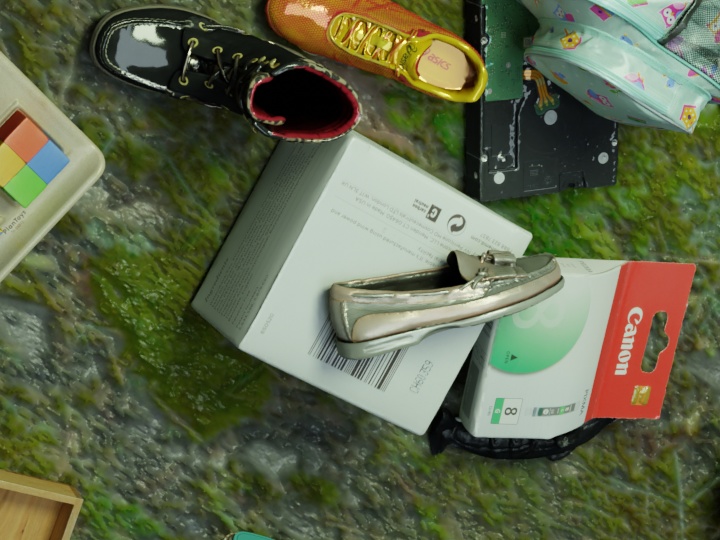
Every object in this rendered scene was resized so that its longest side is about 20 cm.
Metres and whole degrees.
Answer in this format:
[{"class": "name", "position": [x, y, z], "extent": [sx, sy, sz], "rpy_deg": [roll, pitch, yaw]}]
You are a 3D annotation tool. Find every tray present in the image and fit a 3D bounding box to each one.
[{"class": "tray", "position": [-0.315, 0.268, 1.741], "extent": [0.098, 0.037, 0.201], "rpy_deg": [16, 100, -27]}]

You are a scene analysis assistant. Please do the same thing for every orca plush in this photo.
[{"class": "orca plush", "position": [0.166, 0.134, 1.885], "extent": [0.199, 0.071, 0.106], "rpy_deg": [2, 105, -24]}]

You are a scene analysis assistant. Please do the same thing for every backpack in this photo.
[{"class": "backpack", "position": [0.218, -0.210, 1.704], "extent": [0.200, 0.176, 0.154], "rpy_deg": [40, 84, -23]}]

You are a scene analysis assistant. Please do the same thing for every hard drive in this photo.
[{"class": "hard drive", "position": [0.159, -0.167, 1.810], "extent": [0.139, 0.038, 0.201], "rpy_deg": [-9, 110, -21]}]

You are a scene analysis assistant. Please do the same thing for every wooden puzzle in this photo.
[{"class": "wooden puzzle", "position": [-0.323, -0.083, 1.624], "extent": [0.185, 0.046, 0.200], "rpy_deg": [-47, 117, -4]}]

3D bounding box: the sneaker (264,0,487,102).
[{"class": "sneaker", "position": [0.017, -0.196, 1.715], "extent": [0.199, 0.077, 0.073], "rpy_deg": [16, 100, -16]}]

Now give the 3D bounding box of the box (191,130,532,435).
[{"class": "box", "position": [0.000, 0.000, 1.739], "extent": [0.198, 0.131, 0.201], "rpy_deg": [27, 93, -28]}]

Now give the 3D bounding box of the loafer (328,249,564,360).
[{"class": "loafer", "position": [0.070, 0.014, 1.665], "extent": [0.199, 0.072, 0.063], "rpy_deg": [-18, 104, -15]}]

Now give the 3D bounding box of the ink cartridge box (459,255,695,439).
[{"class": "ink cartridge box", "position": [0.197, 0.070, 1.819], "extent": [0.199, 0.050, 0.162], "rpy_deg": [3, 114, -17]}]

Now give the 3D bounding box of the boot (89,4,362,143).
[{"class": "boot", "position": [-0.103, -0.154, 1.637], "extent": [0.199, 0.151, 0.074], "rpy_deg": [15, 100, -26]}]

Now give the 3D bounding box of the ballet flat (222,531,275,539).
[{"class": "ballet flat", "position": [-0.049, 0.284, 1.854], "extent": [0.199, 0.071, 0.065], "rpy_deg": [22, 124, -24]}]
